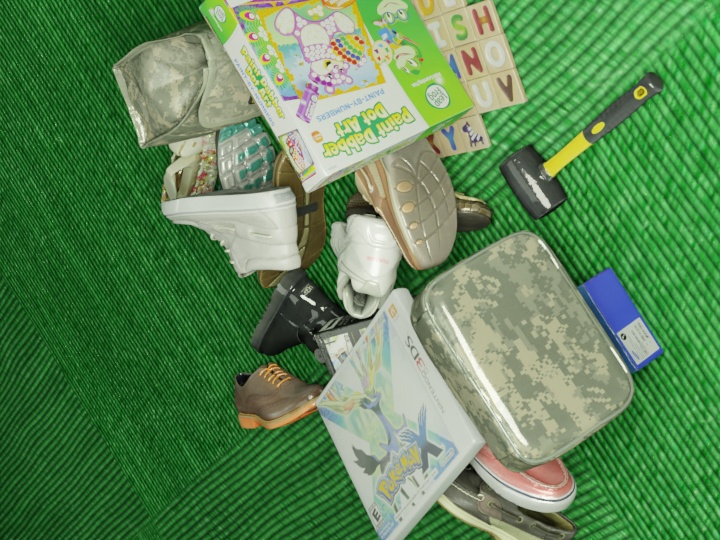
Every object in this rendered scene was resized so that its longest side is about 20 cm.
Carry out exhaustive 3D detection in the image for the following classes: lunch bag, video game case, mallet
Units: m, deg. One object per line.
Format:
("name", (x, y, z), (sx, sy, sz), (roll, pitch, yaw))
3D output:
("lunch bag", (-0.137, -0.212, 1.519), (0.200, 0.163, 0.118), (-19, 92, 55))
("video game case", (0.035, 0.150, 1.452), (0.183, 0.022, 0.200), (62, 139, 28))
("lunch bag", (0.135, 0.078, 1.320), (0.201, 0.139, 0.168), (56, 165, 8))
("mallet", (0.191, -0.122, 1.281), (0.066, 0.041, 0.200), (50, 139, 11))

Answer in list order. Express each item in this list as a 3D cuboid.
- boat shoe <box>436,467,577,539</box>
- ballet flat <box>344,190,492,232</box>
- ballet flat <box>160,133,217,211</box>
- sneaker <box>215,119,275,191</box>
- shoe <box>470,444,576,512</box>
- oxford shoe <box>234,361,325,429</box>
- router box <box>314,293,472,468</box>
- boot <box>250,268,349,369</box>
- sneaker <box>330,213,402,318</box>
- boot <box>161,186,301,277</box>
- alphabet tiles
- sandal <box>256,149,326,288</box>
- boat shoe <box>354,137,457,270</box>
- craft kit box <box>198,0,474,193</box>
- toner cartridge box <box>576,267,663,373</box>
("boat shoe", (0.140, 0.235, 1.502), (0.200, 0.072, 0.066), (37, 107, -19))
("ballet flat", (0.058, -0.069, 1.472), (0.199, 0.067, 0.047), (3, 71, 51))
("ballet flat", (-0.203, -0.138, 1.740), (0.076, 0.064, 0.201), (41, 139, 28))
("sneaker", (-0.142, -0.090, 1.690), (0.091, 0.077, 0.201), (18, 124, 50))
("shoe", (0.135, 0.147, 1.421), (0.200, 0.071, 0.091), (40, 142, 31))
("oxford shoe", (-0.106, 0.153, 1.809), (0.200, 0.071, 0.073), (-14, 96, 55))
("router box", (0.056, 0.134, 1.553), (0.148, 0.051, 0.201), (-16, 101, 25))
("boot", (-0.027, 0.107, 1.676), (0.200, 0.066, 0.165), (39, 150, 8))
("sneaker", (0.000, 0.000, 1.496), (0.200, 0.077, 0.100), (116, 166, -84))
("boot", (-0.144, -0.038, 1.589), (0.199, 0.073, 0.096), (1, 102, 47))
("alphabet tiles", (0.076, -0.193, 1.400), (0.200, 0.008, 0.168), (-7, 107, 54))
("sandal", (-0.081, -0.067, 1.629), (0.054, 0.080, 0.201), (51, 145, 41))
("boat shoe", (0.034, -0.091, 1.397), (0.072, 0.075, 0.201), (-35, 66, 51))
("craft kit box", (-0.019, -0.195, 1.340), (0.048, 0.200, 0.198), (-32, 88, 53))
("toner cartridge box", (0.195, 0.080, 1.400), (0.095, 0.043, 0.200), (59, 145, 6))
